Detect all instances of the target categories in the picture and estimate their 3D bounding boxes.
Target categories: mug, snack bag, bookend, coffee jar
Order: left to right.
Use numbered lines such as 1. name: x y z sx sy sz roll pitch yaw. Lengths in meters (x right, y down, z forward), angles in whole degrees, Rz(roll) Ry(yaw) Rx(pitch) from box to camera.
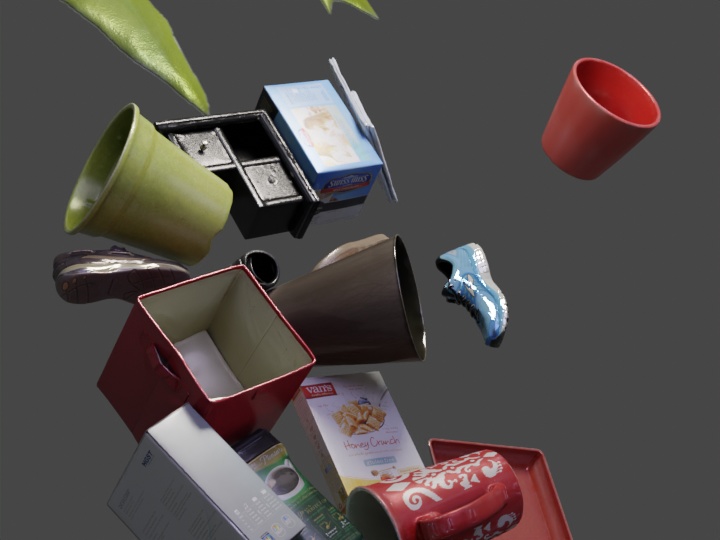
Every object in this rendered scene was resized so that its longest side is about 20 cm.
1. bookend: -0.199 -0.137 1.836 0.199 0.092 0.199 -11 58 -34
2. coffee jar: -0.097 0.293 1.480 0.200 0.086 0.104 47 44 15
3. snack bag: 0.006 -0.237 2.032 0.021 0.189 0.201 -24 47 -1
4. mug: 0.110 0.316 1.515 0.199 0.135 0.177 -15 22 -30

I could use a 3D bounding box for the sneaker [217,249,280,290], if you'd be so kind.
1. sneaker: -0.193 0.030 1.653 0.200 0.099 0.071 -33 88 -35

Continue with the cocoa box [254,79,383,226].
1. cocoa box: -0.080 -0.191 1.942 0.133 0.132 0.201 -11 56 -34

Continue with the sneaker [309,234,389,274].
1. sneaker: 0.000 0.000 1.858 0.076 0.071 0.199 47 42 15

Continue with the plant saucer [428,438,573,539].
1. plant saucer: 0.193 0.335 1.674 0.198 0.037 0.201 10 46 -26

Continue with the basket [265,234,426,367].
1. basket: -0.024 0.059 1.665 0.136 0.198 0.182 44 35 -69

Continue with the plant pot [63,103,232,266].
1. plant pot: -0.288 -0.103 1.694 0.183 0.200 0.201 27 38 -25

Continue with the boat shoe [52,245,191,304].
1. boat shoe: -0.324 -0.002 1.638 0.199 0.075 0.074 3 42 -39

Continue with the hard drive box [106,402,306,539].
1. hard drive box: -0.181 0.281 1.382 0.200 0.156 0.077 44 40 12

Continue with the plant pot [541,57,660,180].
1. plant pot: 0.462 -0.290 2.381 0.199 0.178 0.201 18 42 -17

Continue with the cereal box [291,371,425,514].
1. cereal box: 0.000 0.231 1.645 0.143 0.040 0.201 -2 51 -35

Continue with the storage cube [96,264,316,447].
1. storage cube: -0.194 0.129 1.508 0.199 0.180 0.171 -18 61 -45

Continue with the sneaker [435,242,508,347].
1. sneaker: 0.176 0.047 1.945 0.089 0.079 0.201 -9 49 -16
